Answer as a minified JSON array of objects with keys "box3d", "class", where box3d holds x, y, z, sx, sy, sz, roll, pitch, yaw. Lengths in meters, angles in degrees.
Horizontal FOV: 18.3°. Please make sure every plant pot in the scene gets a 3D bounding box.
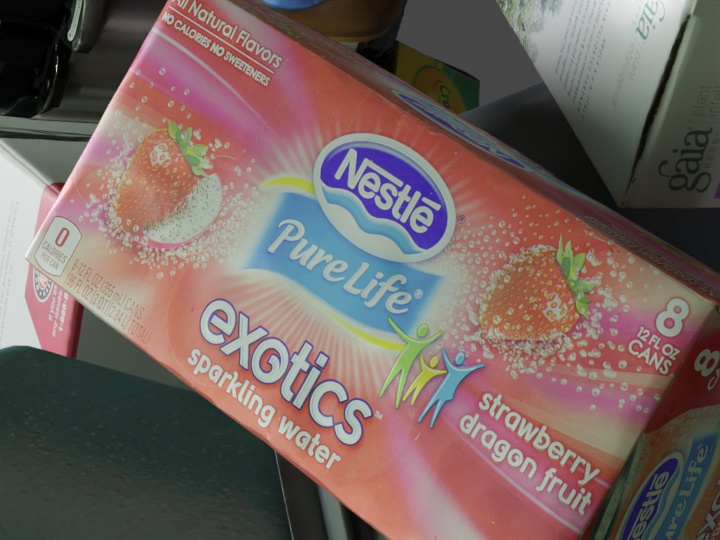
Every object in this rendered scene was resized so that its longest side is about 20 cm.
[{"box3d":[-0.103,0.143,0.773,0.197,0.195,0.201,93,-164,-49],"class":"plant pot"}]

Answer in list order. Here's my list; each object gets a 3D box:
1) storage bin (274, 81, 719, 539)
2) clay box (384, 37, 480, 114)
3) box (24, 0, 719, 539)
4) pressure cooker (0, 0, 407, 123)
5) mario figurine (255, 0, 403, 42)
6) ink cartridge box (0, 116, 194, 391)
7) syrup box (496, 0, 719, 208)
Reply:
[{"box3d":[0.066,0.037,0.727,0.134,0.145,0.201,-24,70,40],"class":"storage bin"},{"box3d":[0.000,0.000,0.890,0.115,0.047,0.201,-47,27,42],"class":"clay box"},{"box3d":[0.017,0.009,0.629,0.200,0.095,0.103,35,99,31],"class":"box"},{"box3d":[-0.094,-0.141,0.870,0.176,0.199,0.180,147,122,-64],"class":"pressure cooker"},{"box3d":[0.002,-0.172,0.709,0.123,0.106,0.201,30,143,24],"class":"mario figurine"},{"box3d":[-0.131,0.014,0.969,0.200,0.083,0.146,36,120,54],"class":"ink cartridge box"},{"box3d":[0.086,-0.112,0.678,0.200,0.081,0.079,-116,29,-43],"class":"syrup box"}]
